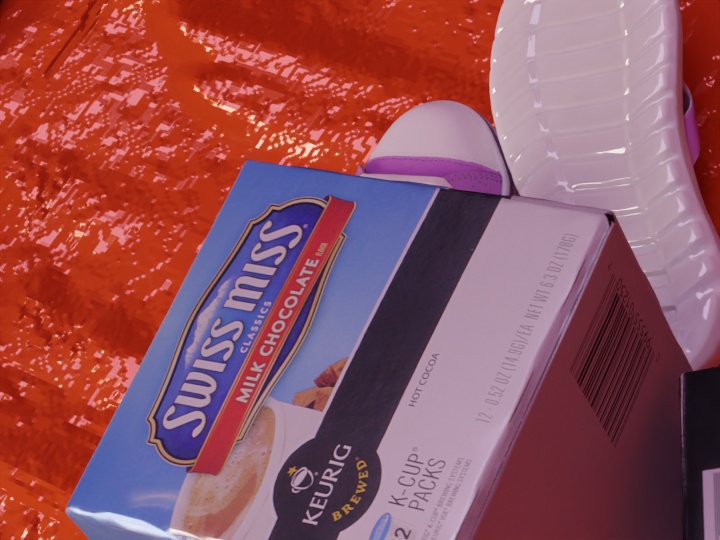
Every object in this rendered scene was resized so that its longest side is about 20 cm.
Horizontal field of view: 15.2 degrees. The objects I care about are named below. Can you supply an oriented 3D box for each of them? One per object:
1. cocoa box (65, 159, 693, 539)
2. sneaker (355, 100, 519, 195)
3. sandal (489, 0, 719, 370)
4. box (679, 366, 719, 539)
[{"bbox_3d":[0.027,0.081,0.832,0.131,0.200,0.134,10,61,32],"label":"cocoa box"},{"bbox_3d":[0.001,0.000,0.964,0.072,0.114,0.201,-1,54,27],"label":"sneaker"},{"bbox_3d":[0.096,-0.042,0.997,0.082,0.050,0.204,-22,61,29],"label":"sandal"},{"bbox_3d":[0.207,0.079,0.786,0.199,0.141,0.079,-11,49,18],"label":"box"}]
